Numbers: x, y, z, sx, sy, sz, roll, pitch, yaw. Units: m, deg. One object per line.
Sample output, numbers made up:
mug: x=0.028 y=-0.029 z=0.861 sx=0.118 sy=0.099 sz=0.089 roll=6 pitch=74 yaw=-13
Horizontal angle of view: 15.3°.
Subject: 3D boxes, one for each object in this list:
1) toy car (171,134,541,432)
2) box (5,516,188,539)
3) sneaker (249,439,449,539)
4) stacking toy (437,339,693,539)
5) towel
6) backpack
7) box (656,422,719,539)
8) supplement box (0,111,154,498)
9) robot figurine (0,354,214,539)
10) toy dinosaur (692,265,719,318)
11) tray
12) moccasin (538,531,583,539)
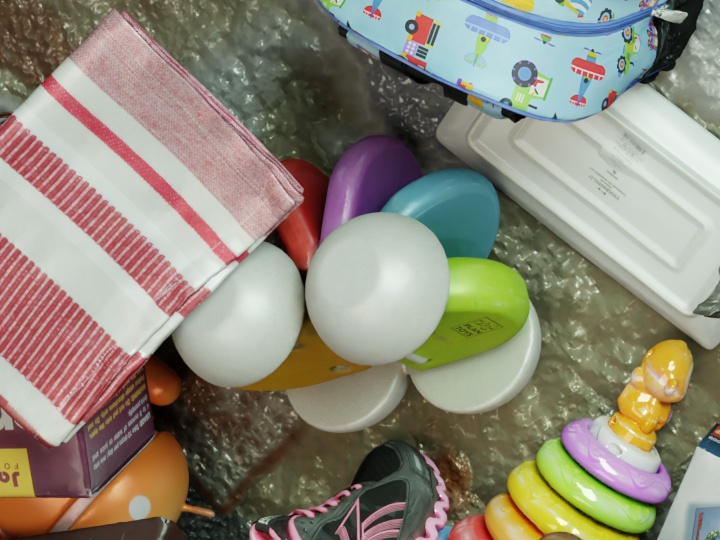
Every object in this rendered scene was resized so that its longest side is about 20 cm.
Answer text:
toy car: x=0.000 y=0.000 z=1.501 sx=0.199 sy=0.175 sz=0.151 roll=-10 pitch=68 yaw=29
box: x=-0.175 y=0.267 z=1.574 sx=0.199 sy=0.166 sz=0.164 roll=-11 pitch=133 yaw=28
sneaker: x=-0.016 y=0.157 z=1.524 sx=0.095 sy=0.200 sz=0.079 roll=40 pitch=130 yaw=-14
stacking toy: x=0.131 y=0.123 z=1.512 sx=0.110 sy=0.116 sz=0.200 roll=29 pitch=104 yaw=-10
towel: x=-0.145 y=-0.019 z=1.410 sx=0.200 sy=0.023 sz=0.144 roll=-46 pitch=107 yaw=4
backpack: x=0.079 y=-0.162 z=1.355 sx=0.182 sy=0.200 sz=0.135 roll=29 pitch=120 yaw=14
box: x=0.219 y=0.203 z=1.498 sx=0.136 sy=0.038 sz=0.201 roll=27 pitch=118 yaw=14
supplement box: x=-0.203 y=0.018 z=1.497 sx=0.130 sy=0.103 sz=0.201 roll=-3 pitch=107 yaw=18
robot figurine: x=-0.186 y=0.109 z=1.639 sx=0.200 sy=0.144 sz=0.117 roll=43 pitch=146 yaw=2
toy dinosaur: x=0.263 y=0.019 z=1.375 sx=0.136 sy=0.102 sz=0.200 roll=41 pitch=125 yaw=24
tray: x=0.140 y=-0.050 z=1.474 sx=0.200 sy=0.022 sz=0.108 roll=38 pitch=120 yaw=8
moccasin: x=0.173 y=0.210 z=1.457 sx=0.201 sy=0.078 sz=0.074 roll=33 pitch=119 yaw=1
